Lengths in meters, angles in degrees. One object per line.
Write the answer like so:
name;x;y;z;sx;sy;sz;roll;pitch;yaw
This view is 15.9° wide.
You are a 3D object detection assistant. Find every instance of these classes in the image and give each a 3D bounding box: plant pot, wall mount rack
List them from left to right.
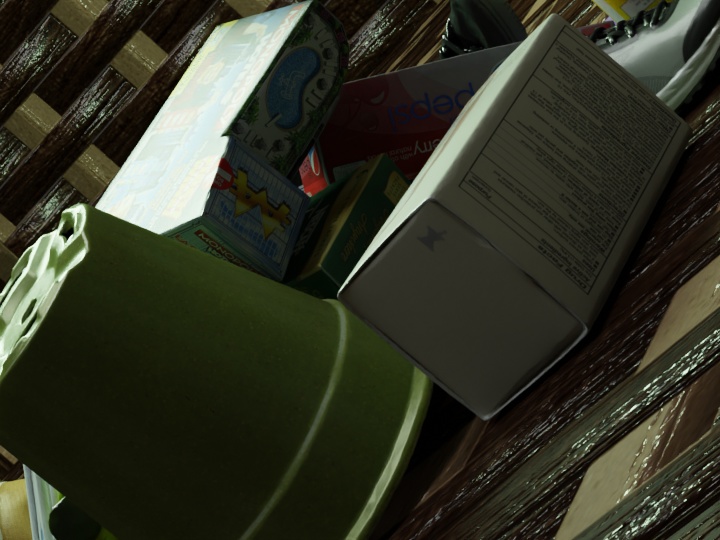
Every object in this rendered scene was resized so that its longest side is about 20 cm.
wall mount rack;-0.232;0.182;1.686;0.075;0.174;0.200;-6;-9;-11
plant pot;-0.095;0.064;1.308;0.200;0.190;0.200;-49;20;25

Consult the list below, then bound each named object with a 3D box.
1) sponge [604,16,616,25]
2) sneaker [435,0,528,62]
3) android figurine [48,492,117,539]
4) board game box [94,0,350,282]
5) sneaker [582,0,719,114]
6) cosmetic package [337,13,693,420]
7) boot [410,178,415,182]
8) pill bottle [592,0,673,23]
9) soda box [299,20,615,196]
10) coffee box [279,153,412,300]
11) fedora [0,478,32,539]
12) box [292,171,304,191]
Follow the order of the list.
sponge;0.164;-0.140;1.722;0.200;0.030;0.112;-50;5;-8
sneaker;0.068;-0.112;1.761;0.104;0.060;0.200;-37;-32;-8
android figurine;-0.165;0.186;1.554;0.200;0.041;0.182;100;172;-83
board game box;-0.075;-0.053;1.448;0.200;0.062;0.200;-57;20;-13
sneaker;0.144;-0.111;1.457;0.200;0.079;0.074;-44;6;29
cosmetic package;0.081;-0.030;1.286;0.087;0.103;0.200;-46;5;37
boot;0.029;-0.014;1.690;0.200;0.069;0.174;-57;-3;25
pill bottle;0.151;-0.235;1.599;0.109;0.200;0.109;-48;6;7
soda box;0.060;-0.095;1.557;0.200;0.063;0.070;-14;-2;-14
coffee box;-0.061;0.017;1.484;0.200;0.044;0.123;-28;20;36
fedora;-0.232;0.205;1.864;0.082;0.201;0.201;-19;8;3
box;-0.059;-0.042;1.847;0.200;0.044;0.160;-26;-1;10
